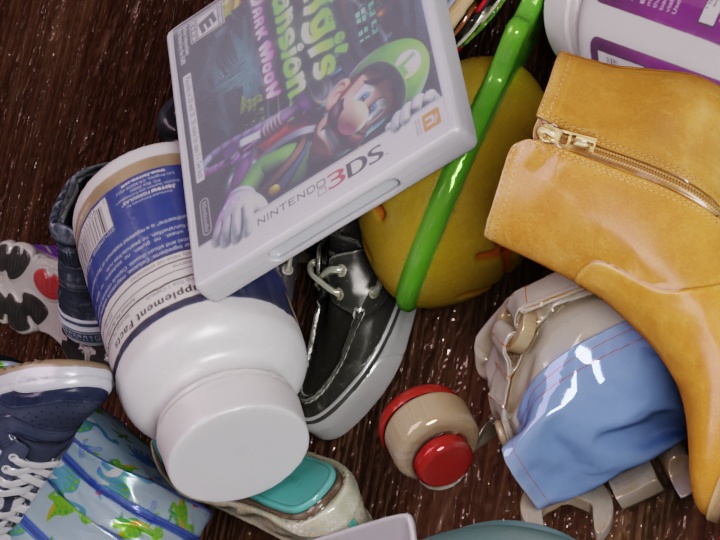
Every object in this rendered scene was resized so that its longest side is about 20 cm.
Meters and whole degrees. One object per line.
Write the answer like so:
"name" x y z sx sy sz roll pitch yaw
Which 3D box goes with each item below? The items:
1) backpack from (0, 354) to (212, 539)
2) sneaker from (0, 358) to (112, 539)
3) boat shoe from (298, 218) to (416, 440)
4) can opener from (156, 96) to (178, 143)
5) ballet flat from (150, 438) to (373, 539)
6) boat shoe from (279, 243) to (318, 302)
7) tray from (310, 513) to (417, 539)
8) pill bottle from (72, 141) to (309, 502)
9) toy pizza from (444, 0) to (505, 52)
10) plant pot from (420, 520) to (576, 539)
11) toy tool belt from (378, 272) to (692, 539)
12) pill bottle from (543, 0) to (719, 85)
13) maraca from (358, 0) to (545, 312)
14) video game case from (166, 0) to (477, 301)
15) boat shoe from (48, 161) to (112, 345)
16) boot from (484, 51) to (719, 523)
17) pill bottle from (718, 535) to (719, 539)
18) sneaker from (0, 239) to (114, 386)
"backpack" -0.185 0.144 1.466 0.153 0.163 0.200 -37 46 9
"sneaker" -0.208 0.126 1.350 0.199 0.070 0.109 -26 64 38
"boat shoe" 0.000 0.000 1.395 0.071 0.064 0.201 14 78 55
"can opener" -0.041 -0.132 1.439 0.200 0.063 0.079 -42 -10 -10
"ballet flat" -0.060 0.128 1.383 0.067 0.062 0.200 -44 32 -14
"boat shoe" -0.054 -0.016 1.484 0.074 0.060 0.201 118 170 -67
"tray" -0.027 0.207 1.306 0.199 0.022 0.108 -23 68 43
"pill bottle" -0.094 0.030 1.354 0.111 0.111 0.201 -44 45 25
"toy pizza" 0.071 -0.168 1.386 0.200 0.032 0.200 -51 3 3
"plant pot" 0.065 0.198 1.085 0.200 0.200 0.134 -46 11 22
"toy tool belt" 0.111 0.069 1.144 0.199 0.125 0.123 -33 46 7
"pill bottle" 0.181 -0.119 1.197 0.200 0.112 0.113 30 92 56
"maraca" 0.063 -0.069 1.308 0.137 0.106 0.201 -56 -11 -81
"video game case" -0.028 -0.104 1.310 0.181 0.023 0.201 -30 47 23
"boat shoe" -0.134 -0.042 1.517 0.070 0.091 0.200 11 38 20
"boot" 0.125 0.005 1.074 0.143 0.071 0.202 12 76 10
"pill bottle" 0.216 0.102 0.994 0.116 0.116 0.201 4 70 53
"sneaker" -0.171 0.020 1.601 0.200 0.083 0.081 28 119 41
